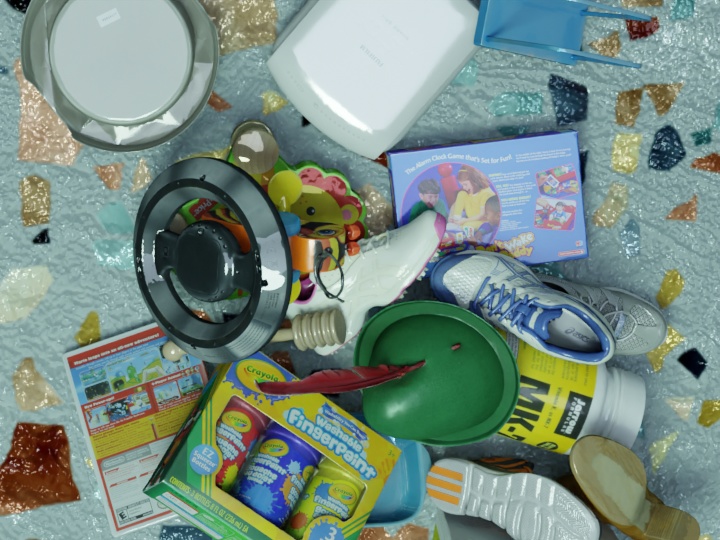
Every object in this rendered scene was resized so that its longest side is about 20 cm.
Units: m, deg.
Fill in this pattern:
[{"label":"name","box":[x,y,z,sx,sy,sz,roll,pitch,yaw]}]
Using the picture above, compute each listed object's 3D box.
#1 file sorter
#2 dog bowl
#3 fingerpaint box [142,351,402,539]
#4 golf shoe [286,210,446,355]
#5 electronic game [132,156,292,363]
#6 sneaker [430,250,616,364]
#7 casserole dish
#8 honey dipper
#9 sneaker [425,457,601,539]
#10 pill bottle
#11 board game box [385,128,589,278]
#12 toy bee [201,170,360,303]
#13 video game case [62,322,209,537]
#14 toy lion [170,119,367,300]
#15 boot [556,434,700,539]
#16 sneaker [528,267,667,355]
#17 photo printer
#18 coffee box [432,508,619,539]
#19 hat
[{"label":"file sorter","box":[0.218,-0.307,1.366,0.138,0.122,0.201,4,100,-38]},{"label":"dog bowl","box":[-0.241,-0.222,1.408,0.199,0.059,0.202,-1,98,-4]},{"label":"fingerpaint box","box":[-0.084,0.198,1.372,0.200,0.073,0.167,37,62,-11]},{"label":"golf shoe","box":[0.000,0.000,1.408,0.091,0.075,0.200,42,110,-15]},{"label":"electronic game","box":[-0.145,-0.009,1.341,0.199,0.042,0.202,8,103,35]},{"label":"sneaker","box":[0.165,0.034,1.379,0.199,0.088,0.076,21,94,1]},{"label":"casserole dish","box":[-0.020,0.212,1.462,0.199,0.039,0.122,3,72,-25]},{"label":"honey dipper","box":[-0.112,0.072,1.417,0.199,0.038,0.038,-10,100,19]},{"label":"sneaker","box":[0.177,0.235,1.457,0.199,0.112,0.078,19,101,32]},{"label":"pill bottle","box":[0.189,0.127,1.460,0.199,0.114,0.115,17,97,-6]},{"label":"board game box","box":[0.133,-0.070,1.461,0.198,0.045,0.135,-7,99,-2]},{"label":"toy bee","box":[-0.058,-0.019,1.362,0.200,0.108,0.131,42,128,29]},{"label":"video game case","box":[-0.218,0.160,1.452,0.142,0.017,0.201,-18,78,0]},{"label":"toy lion","box":[-0.100,-0.043,1.448,0.200,0.069,0.192,-40,106,3]},{"label":"boot","box":[0.246,0.228,1.449,0.201,0.144,0.071,38,72,-27]},{"label":"sneaker","box":[0.231,0.050,1.466,0.199,0.082,0.075,13,98,-6]},{"label":"photo printer","box":[0.014,-0.227,1.417,0.166,0.069,0.200,42,94,-9]},{"label":"coffee box","box":[0.171,0.377,1.453,0.198,0.200,0.199,8,99,-5]},{"label":"hat","box":[0.037,0.137,1.326,0.199,0.176,0.167,-2,113,22]}]
